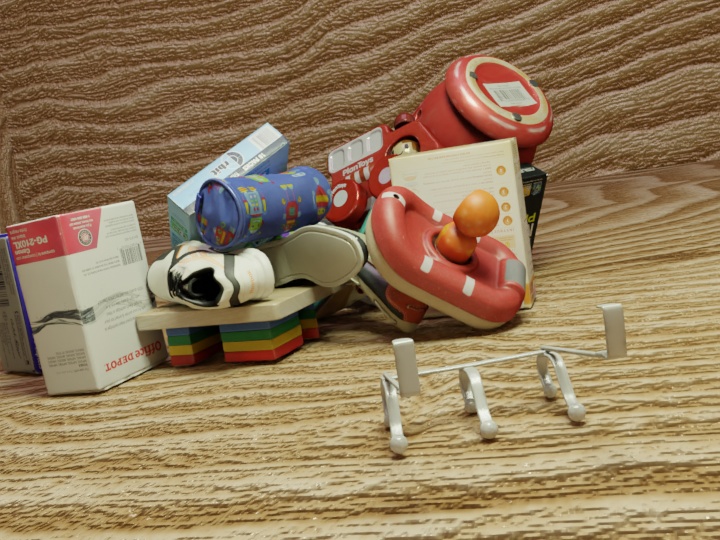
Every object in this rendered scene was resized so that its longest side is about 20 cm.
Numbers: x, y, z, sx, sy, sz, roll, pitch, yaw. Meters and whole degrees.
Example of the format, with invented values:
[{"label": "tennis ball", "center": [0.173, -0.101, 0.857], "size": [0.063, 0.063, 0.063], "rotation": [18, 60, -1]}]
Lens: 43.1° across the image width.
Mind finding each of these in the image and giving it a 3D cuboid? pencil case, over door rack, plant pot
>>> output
[{"label": "pencil case", "center": [-0.115, -0.079, 1.082], "size": [0.086, 0.079, 0.199], "rotation": [23, 21, 25]}, {"label": "over door rack", "center": [0.089, 0.083, 0.638], "size": [0.146, 0.068, 0.200], "rotation": [-10, -13, -4]}, {"label": "plant pot", "center": [0.173, -0.207, 1.358], "size": [0.199, 0.201, 0.183], "rotation": [-15, -31, -39]}]

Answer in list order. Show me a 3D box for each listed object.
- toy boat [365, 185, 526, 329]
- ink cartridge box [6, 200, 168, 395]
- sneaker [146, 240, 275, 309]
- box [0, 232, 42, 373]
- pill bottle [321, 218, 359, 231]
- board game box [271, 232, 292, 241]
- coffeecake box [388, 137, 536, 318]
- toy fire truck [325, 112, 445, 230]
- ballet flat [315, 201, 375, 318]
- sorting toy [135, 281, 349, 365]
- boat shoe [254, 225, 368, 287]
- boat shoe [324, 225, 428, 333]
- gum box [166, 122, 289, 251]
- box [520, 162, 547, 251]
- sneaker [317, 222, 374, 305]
[{"label": "toy boat", "center": [0.107, -0.035, 1.005], "size": [0.198, 0.131, 0.131], "rotation": [26, 36, -7]}, {"label": "ink cartridge box", "center": [-0.318, 0.030, 1.078], "size": [0.083, 0.203, 0.145], "rotation": [-9, 7, 23]}, {"label": "sneaker", "center": [-0.191, 0.007, 1.045], "size": [0.198, 0.075, 0.080], "rotation": [-3, 12, 42]}, {"label": "box", "center": [-0.402, 0.026, 1.262], "size": [0.104, 0.187, 0.199], "rotation": [-4, 10, 43]}, {"label": "pill bottle", "center": [-0.072, -0.017, 1.444], "size": [0.115, 0.118, 0.199], "rotation": [-3, 10, 39]}, {"label": "board game box", "center": [-0.175, 0.001, 1.339], "size": [0.197, 0.137, 0.045], "rotation": [-7, -7, 20]}, {"label": "coffeecake box", "center": [0.128, -0.051, 1.128], "size": [0.151, 0.203, 0.073], "rotation": [-6, 9, 18]}, {"label": "toy fire truck", "center": [0.035, -0.139, 1.297], "size": [0.198, 0.170, 0.112], "rotation": [-24, -34, 32]}, {"label": "ballet flat", "center": [0.000, 0.000, 1.215], "size": [0.062, 0.201, 0.069], "rotation": [28, 29, -9]}, {"label": "sorting toy", "center": [-0.135, 0.061, 1.124], "size": [0.197, 0.071, 0.198], "rotation": [-6, 8, 26]}, {"label": "boat shoe", "center": [-0.052, -0.018, 1.081], "size": [0.060, 0.075, 0.199], "rotation": [-22, 5, -41]}, {"label": "boat shoe", "center": [0.012, 0.003, 1.110], "size": [0.071, 0.063, 0.199], "rotation": [0, 26, -42]}, {"label": "gum box", "center": [-0.170, -0.071, 1.180], "size": [0.170, 0.044, 0.201], "rotation": [-42, -19, -28]}, {"label": "box", "center": [0.164, -0.056, 1.270], "size": [0.198, 0.162, 0.044], "rotation": [-13, 33, -33]}, {"label": "sneaker", "center": [-0.010, -0.010, 1.322], "size": [0.199, 0.077, 0.080], "rotation": [35, 26, 30]}]
